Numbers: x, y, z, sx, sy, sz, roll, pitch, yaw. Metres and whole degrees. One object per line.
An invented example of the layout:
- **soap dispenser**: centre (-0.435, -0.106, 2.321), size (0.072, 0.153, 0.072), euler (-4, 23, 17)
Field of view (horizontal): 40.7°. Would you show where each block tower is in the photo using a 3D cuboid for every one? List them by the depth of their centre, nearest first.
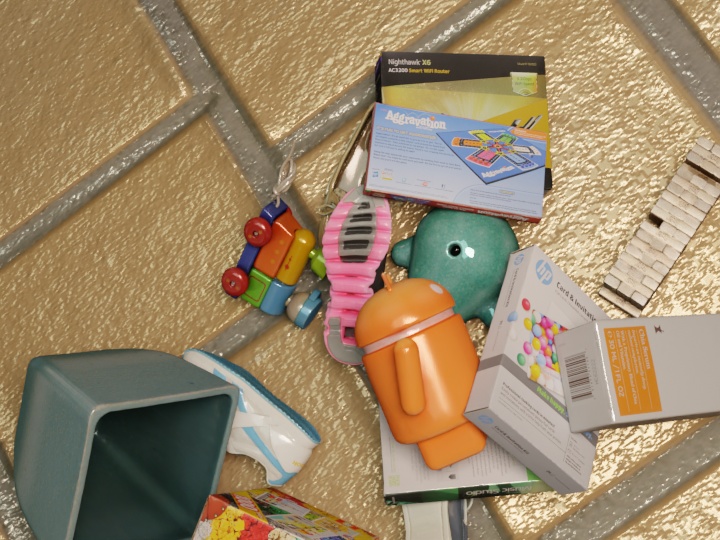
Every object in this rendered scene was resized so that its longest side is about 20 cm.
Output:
- **block tower**: centre (0.339, -0.046, 1.070), size (0.054, 0.058, 0.202), euler (33, 90, 17)

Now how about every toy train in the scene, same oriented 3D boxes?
- **toy train**: centre (-0.071, -0.036, 1.127), size (0.115, 0.085, 0.202), euler (31, 115, 5)

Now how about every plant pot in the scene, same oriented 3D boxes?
- **plant pot**: centre (-0.286, 0.187, 1.095), size (0.198, 0.194, 0.199), euler (27, 109, 38)

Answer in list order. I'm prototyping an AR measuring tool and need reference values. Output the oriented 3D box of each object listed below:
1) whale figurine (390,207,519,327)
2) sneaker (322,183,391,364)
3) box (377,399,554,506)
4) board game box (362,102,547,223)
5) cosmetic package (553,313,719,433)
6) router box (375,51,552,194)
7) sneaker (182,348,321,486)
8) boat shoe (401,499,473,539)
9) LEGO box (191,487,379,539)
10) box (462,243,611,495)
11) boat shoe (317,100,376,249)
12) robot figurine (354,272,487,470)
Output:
- **whale figurine**: centre (0.095, 0.015, 1.093), size (0.158, 0.104, 0.202), euler (35, 93, 16)
- **sneaker**: centre (0.000, 0.000, 1.111), size (0.077, 0.095, 0.204), euler (10, 102, 11)
- **box**: centre (0.118, 0.173, 1.056), size (0.196, 0.037, 0.147), euler (-6, 57, 5)
- **board game box**: centre (0.105, -0.117, 1.062), size (0.196, 0.019, 0.105), euler (9, 73, -5)
- **cosmetic package**: centre (0.302, 0.102, 0.988), size (0.196, 0.071, 0.104), euler (-2, 75, -28)
- **router box**: centre (0.116, -0.165, 1.114), size (0.196, 0.052, 0.161), euler (-1, 79, -8)
- **sneaker**: centre (-0.143, 0.166, 1.138), size (0.199, 0.076, 0.081), euler (38, 92, 19)
- **boat shoe**: centre (0.087, 0.259, 1.068), size (0.074, 0.062, 0.203), euler (-18, 55, 21)
- **LEGO box**: centre (-0.077, 0.298, 1.033), size (0.147, 0.200, 0.078), euler (20, 85, 15)
- **box**: centre (0.192, 0.100, 0.998), size (0.041, 0.155, 0.202), euler (-23, 35, 46)
- **boat shoe**: centre (-0.006, -0.105, 1.160), size (0.072, 0.063, 0.204), euler (16, 84, 15)
- **robot figurine**: centre (0.064, 0.096, 0.991), size (0.116, 0.142, 0.203), euler (-27, 85, 48)
